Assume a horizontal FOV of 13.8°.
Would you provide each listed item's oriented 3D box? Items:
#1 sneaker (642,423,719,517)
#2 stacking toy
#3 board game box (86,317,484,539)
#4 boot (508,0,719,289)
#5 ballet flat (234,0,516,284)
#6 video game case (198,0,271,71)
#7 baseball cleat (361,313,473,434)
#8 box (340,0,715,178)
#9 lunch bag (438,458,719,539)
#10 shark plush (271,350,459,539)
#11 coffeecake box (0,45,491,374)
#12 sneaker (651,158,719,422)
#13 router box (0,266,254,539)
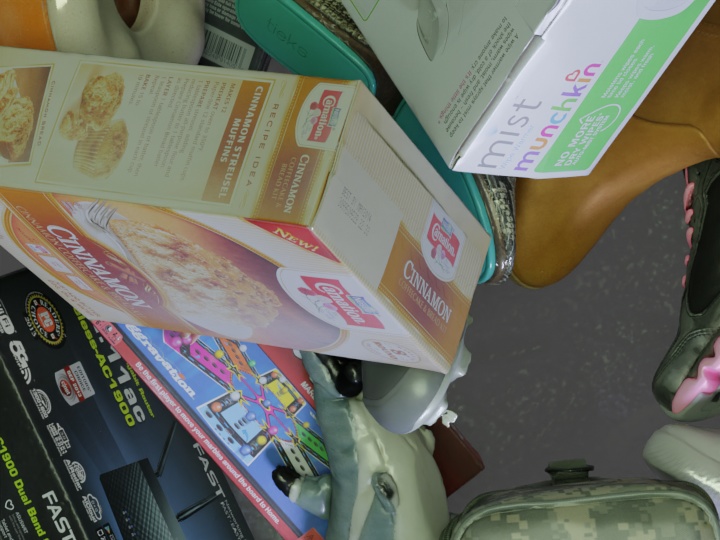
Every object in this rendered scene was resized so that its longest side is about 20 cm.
[{"bbox_3d":[0.239,0.101,1.460,0.199,0.075,0.089,21,85,-3],"label":"sneaker"},{"bbox_3d":[-0.186,-0.133,1.431,0.199,0.146,0.147,-2,92,22],"label":"stacking toy"},{"bbox_3d":[-0.037,0.057,1.467,0.103,0.019,0.200,-38,112,5],"label":"board game box"},{"bbox_3d":[0.155,-0.069,1.422,0.144,0.071,0.202,24,89,47],"label":"boot"},{"bbox_3d":[0.025,-0.084,1.407,0.075,0.068,0.200,-30,70,-36],"label":"ballet flat"},{"bbox_3d":[-0.081,-0.207,1.458,0.142,0.019,0.201,27,114,14],"label":"video game case"},{"bbox_3d":[0.000,0.000,1.412,0.106,0.200,0.070,32,114,-18],"label":"baseball cleat"},{"bbox_3d":[0.079,-0.173,1.314,0.200,0.096,0.177,-56,52,32],"label":"box"},{"bbox_3d":[0.111,0.196,1.422,0.138,0.168,0.202,-6,90,5],"label":"lunch bag"},{"bbox_3d":[-0.008,0.110,1.449,0.083,0.091,0.201,-7,122,26],"label":"shark plush"},{"bbox_3d":[-0.065,-0.028,1.320,0.199,0.154,0.074,7,68,29],"label":"coffeecake box"},{"bbox_3d":[0.189,-0.023,1.463,0.095,0.079,0.201,31,95,26],"label":"sneaker"},{"bbox_3d":[-0.135,0.094,1.448,0.062,0.150,0.201,-25,90,24],"label":"router box"}]
